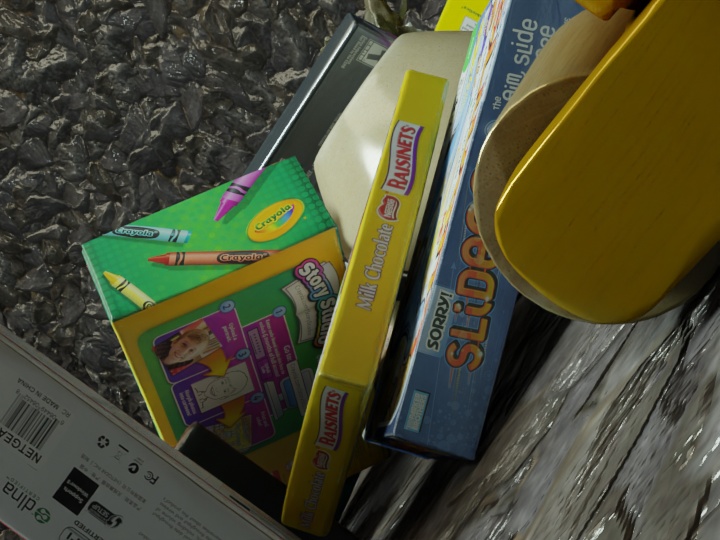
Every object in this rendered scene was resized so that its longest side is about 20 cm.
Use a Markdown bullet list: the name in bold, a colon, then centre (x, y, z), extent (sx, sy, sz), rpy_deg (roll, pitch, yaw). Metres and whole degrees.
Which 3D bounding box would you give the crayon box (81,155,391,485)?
- **crayon box**: centre (-0.059, 0.047, 0.813), extent (0.118, 0.058, 0.201), rpy_deg (-23, -42, -9)

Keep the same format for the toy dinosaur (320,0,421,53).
- **toy dinosaur**: centre (0.002, -0.110, 1.112), extent (0.102, 0.076, 0.202), rpy_deg (8, -82, -66)

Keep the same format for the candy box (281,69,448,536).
- **candy box**: centre (0.004, 0.009, 0.692), extent (0.201, 0.026, 0.103), rpy_deg (-74, -3, -45)

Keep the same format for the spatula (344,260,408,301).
- **spatula**: centre (0.000, 0.000, 0.834), extent (0.021, 0.199, 0.057), rpy_deg (-39, -51, -34)

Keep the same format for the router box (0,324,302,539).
- **router box**: centre (-0.088, 0.087, 0.584), extent (0.049, 0.199, 0.180), rpy_deg (-54, -1, -8)

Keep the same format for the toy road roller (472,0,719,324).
- **toy road roller**: centre (0.075, -0.102, 0.398), extent (0.201, 0.145, 0.123), rpy_deg (-55, 0, 29)

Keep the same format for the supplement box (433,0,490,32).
- **supplement box**: centre (0.105, -0.141, 1.078), extent (0.201, 0.109, 0.109), rpy_deg (-66, -7, 34)

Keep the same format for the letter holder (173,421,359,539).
- **letter holder**: centre (-0.104, 0.197, 0.758), extent (0.201, 0.100, 0.142), rpy_deg (-55, -2, -21)

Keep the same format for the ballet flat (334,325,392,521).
- **ballet flat**: centre (-0.011, 0.077, 0.951), extent (0.200, 0.067, 0.069), rpy_deg (-54, -25, -43)

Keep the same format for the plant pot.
- **plant pot**: centre (0.052, -0.061, 0.891), extent (0.201, 0.134, 0.200), rpy_deg (-54, 0, 0)

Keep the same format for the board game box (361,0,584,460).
- **board game box**: centre (0.048, -0.021, 0.651), extent (0.135, 0.034, 0.202), rpy_deg (125, 161, -81)

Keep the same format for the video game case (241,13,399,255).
- **video game case**: centre (0.033, -0.066, 0.993), extent (0.143, 0.199, 0.019), rpy_deg (-55, 35, 20)
